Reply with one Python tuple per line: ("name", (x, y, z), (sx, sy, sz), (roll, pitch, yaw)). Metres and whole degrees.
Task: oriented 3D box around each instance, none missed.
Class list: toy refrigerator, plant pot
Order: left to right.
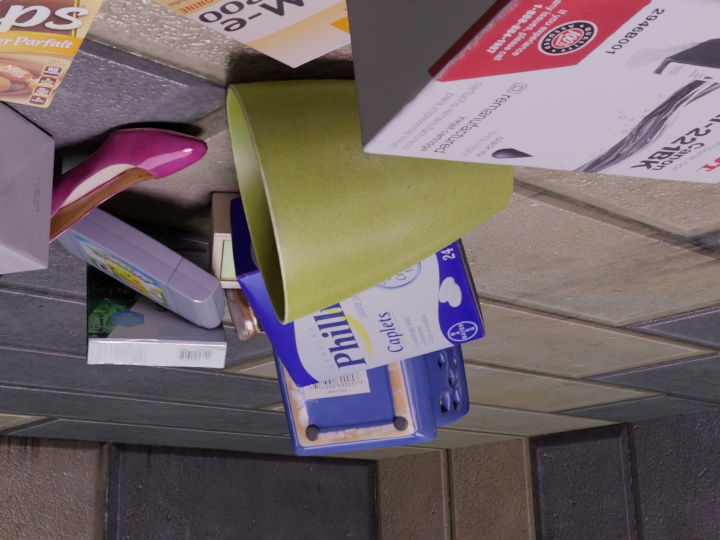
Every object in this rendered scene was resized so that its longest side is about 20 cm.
("toy refrigerator", (-0.054, -0.026, 1.105), (0.198, 0.070, 0.076), (2, 133, -12))
("plant pot", (0.004, 0.105, 1.258), (0.198, 0.202, 0.180), (-9, -173, 17))
("plant pot", (0.012, -0.073, 0.851), (0.198, 0.189, 0.187), (-14, 166, -11))

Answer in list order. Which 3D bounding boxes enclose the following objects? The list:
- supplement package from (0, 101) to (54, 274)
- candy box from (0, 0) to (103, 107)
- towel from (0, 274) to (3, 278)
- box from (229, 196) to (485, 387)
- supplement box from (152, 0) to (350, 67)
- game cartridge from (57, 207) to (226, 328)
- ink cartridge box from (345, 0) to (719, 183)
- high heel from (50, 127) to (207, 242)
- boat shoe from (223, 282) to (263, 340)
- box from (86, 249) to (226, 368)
("supplement package", (-0.374, -0.063, 0.896), (0.198, 0.123, 0.120), (-7, 163, 16))
("candy box", (-0.226, -0.170, 0.656), (0.114, 0.056, 0.200), (6, 162, -26))
("towel", (-0.426, -0.012, 1.030), (0.190, 0.035, 0.201), (-6, -152, 4))
("box", (0.000, 0.000, 1.017), (0.198, 0.106, 0.185), (-16, 138, 7))
("supplement box", (-0.061, -0.189, 0.575), (0.125, 0.074, 0.199), (-14, 160, 39))
("game cartridge", (-0.229, -0.012, 1.079), (0.199, 0.041, 0.134), (29, 161, 6))
("ink cartridge box", (0.113, -0.105, 0.443), (0.198, 0.085, 0.144), (1, 162, -25))
("high heel", (-0.225, -0.066, 0.945), (0.198, 0.097, 0.067), (-5, 164, 13))
("boat shoe", (-0.104, 0.012, 1.173), (0.071, 0.076, 0.200), (-13, -157, 7))
("box", (-0.228, 0.036, 1.184), (0.143, 0.037, 0.200), (3, -152, -17))
